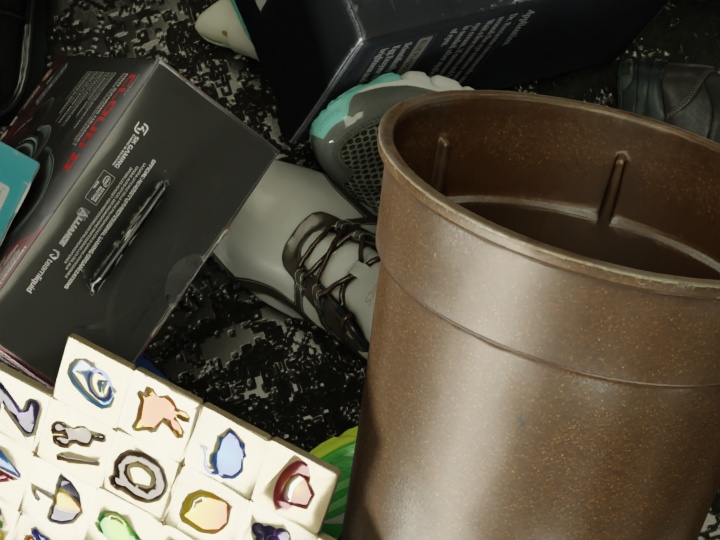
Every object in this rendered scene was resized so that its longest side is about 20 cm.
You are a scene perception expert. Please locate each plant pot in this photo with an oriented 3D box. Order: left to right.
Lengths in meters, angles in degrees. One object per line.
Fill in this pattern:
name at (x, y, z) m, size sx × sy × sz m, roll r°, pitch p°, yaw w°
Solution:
plant pot at (0.084, 0.051, 0.993) m, size 0.200 × 0.200 × 0.199 m, roll 14°, pitch 112°, yaw 4°

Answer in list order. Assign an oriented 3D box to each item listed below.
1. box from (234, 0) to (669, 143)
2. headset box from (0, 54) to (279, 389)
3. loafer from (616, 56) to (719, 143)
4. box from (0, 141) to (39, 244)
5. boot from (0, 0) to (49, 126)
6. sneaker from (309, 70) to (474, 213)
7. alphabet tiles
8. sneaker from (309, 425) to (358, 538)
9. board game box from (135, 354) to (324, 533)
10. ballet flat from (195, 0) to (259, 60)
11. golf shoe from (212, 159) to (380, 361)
box at (0.032, -0.192, 1.134) m, size 0.200 × 0.117 × 0.197 m, roll -16°, pitch 75°, yaw -25°
headset box at (-0.132, -0.022, 1.095) m, size 0.077 × 0.200 × 0.149 m, roll 37°, pitch 82°, yaw -20°
loafer at (0.166, -0.014, 1.147) m, size 0.072 × 0.073 × 0.201 m, roll -3°, pitch 74°, yaw 9°
box at (-0.224, -0.009, 1.094) m, size 0.049 × 0.200 × 0.082 m, roll 31°, pitch 67°, yaw -22°
boot at (-0.220, -0.170, 1.143) m, size 0.073 × 0.162 × 0.199 m, roll -5°, pitch 80°, yaw 24°
sneaker at (0.060, -0.022, 1.100) m, size 0.078 × 0.200 × 0.091 m, roll -43°, pitch 38°, yaw 24°
alphabet tiles at (-0.089, 0.123, 1.014) m, size 0.200 × 0.006 × 0.167 m, roll 26°, pitch 121°, yaw 13°
sneaker at (0.057, 0.123, 1.124) m, size 0.199 × 0.074 × 0.084 m, roll 5°, pitch 53°, yaw 2°
board game box at (-0.104, 0.148, 1.104) m, size 0.200 × 0.045 × 0.152 m, roll 41°, pitch 94°, yaw 25°
ballet flat at (-0.065, -0.160, 1.200) m, size 0.070 × 0.067 × 0.200 m, roll -33°, pitch 80°, yaw 20°
golf shoe at (0.000, 0.000, 1.147) m, size 0.200 × 0.094 × 0.078 m, roll 33°, pitch 83°, yaw 8°
